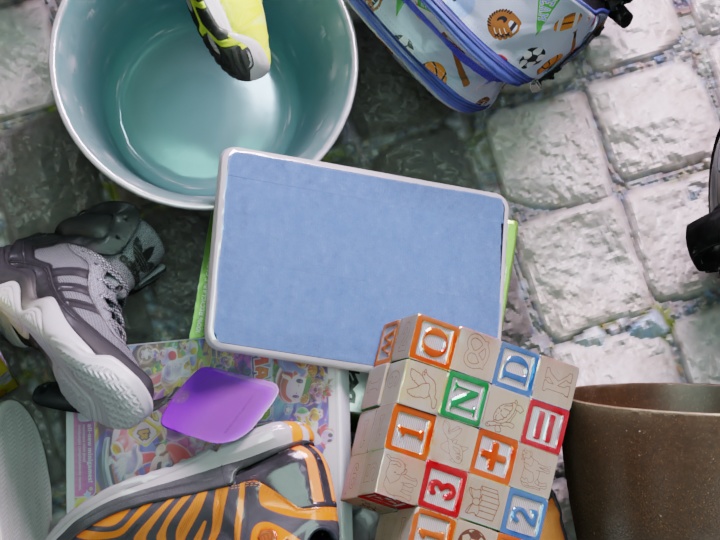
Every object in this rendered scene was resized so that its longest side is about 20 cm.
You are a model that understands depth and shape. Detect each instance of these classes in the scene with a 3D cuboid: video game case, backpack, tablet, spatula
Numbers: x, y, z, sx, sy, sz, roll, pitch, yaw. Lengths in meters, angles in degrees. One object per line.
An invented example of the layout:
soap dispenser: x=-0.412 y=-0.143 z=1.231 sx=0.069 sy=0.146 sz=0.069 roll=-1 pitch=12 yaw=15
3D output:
video game case: x=-0.100 y=0.115 z=1.628 sx=0.199 sy=0.018 sz=0.144 roll=-6 pitch=78 yaw=23
backpack: x=0.071 y=-0.197 z=1.659 sx=0.200 sy=0.190 sz=0.154 roll=41 pitch=95 yaw=4
tablet: x=0.000 y=0.000 z=1.601 sx=0.199 sy=0.014 sz=0.131 roll=9 pitch=76 yaw=-20
spatula: x=-0.139 y=0.084 z=1.607 sx=0.057 sy=0.199 sz=0.021 roll=-54 pitch=126 yaw=-34

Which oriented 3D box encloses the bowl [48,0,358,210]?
bowl: x=-0.104 y=-0.121 z=1.668 sx=0.199 sy=0.105 sz=0.202 roll=1 pitch=73 yaw=-4

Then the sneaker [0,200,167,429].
sneaker: x=-0.164 y=0.019 z=1.621 sx=0.114 sy=0.076 sz=0.200 roll=-35 pitch=42 yaw=-17

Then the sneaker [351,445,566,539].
sneaker: x=0.054 y=0.158 z=1.651 sx=0.200 sy=0.078 sz=0.112 roll=46 pitch=69 yaw=3

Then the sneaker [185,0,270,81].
sneaker: x=-0.085 y=-0.217 z=1.605 sx=0.076 sy=0.075 sz=0.201 roll=-15 pitch=77 yaw=-8

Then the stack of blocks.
stack of blocks: x=0.052 y=0.141 z=1.559 sx=0.115 sy=0.059 sz=0.201 roll=18 pitch=76 yaw=-19

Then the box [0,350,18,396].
box: x=-0.266 y=0.022 z=1.586 sx=0.048 sy=0.200 sz=0.118 roll=-29 pitch=83 yaw=-9

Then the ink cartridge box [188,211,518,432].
ink cartridge box: x=-0.009 y=0.027 z=1.668 sx=0.199 sy=0.076 sz=0.149 roll=10 pitch=79 yaw=-4

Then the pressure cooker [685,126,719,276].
pressure cooker: x=0.313 y=-0.036 z=1.642 sx=0.199 sy=0.177 sz=0.179 roll=-8 pitch=40 yaw=-15

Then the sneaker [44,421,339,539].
sneaker: x=-0.103 y=0.179 z=1.567 sx=0.199 sy=0.078 sz=0.113 roll=-26 pitch=71 yaw=18

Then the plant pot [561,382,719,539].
plant pot: x=0.214 y=0.180 z=1.620 sx=0.186 sy=0.187 sz=0.201 roll=2 pitch=93 yaw=-4

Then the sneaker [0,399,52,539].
sneaker: x=-0.261 y=0.182 z=1.620 sx=0.115 sy=0.074 sz=0.201 roll=-19 pitch=52 yaw=22
